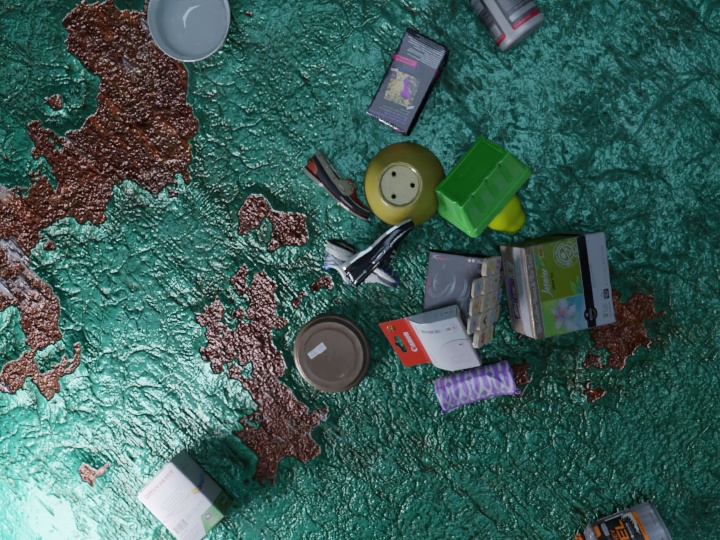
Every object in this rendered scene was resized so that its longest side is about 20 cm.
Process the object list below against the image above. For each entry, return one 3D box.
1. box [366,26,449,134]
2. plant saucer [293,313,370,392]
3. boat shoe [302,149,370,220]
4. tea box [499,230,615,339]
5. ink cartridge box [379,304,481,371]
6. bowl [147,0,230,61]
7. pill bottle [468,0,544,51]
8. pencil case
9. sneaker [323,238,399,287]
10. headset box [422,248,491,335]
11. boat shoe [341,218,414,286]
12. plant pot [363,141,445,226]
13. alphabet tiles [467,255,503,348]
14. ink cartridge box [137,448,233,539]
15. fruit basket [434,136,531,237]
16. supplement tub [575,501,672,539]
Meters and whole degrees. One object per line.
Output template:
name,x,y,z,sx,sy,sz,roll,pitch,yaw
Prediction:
box,0.107,-0.415,1.422,0.105,0.122,0.202,28,101,3
plant saucer,-0.073,0.209,1.581,0.197,0.029,0.203,1,98,9
boat shoe,-0.047,-0.198,1.504,0.200,0.071,0.063,42,99,5
tea box,0.431,0.027,1.404,0.194,0.134,0.203,-12,96,-9
ink cartridge box,0.161,0.170,1.474,0.198,0.057,0.163,-18,125,20
bowl,-0.384,-0.584,1.487,0.198,0.090,0.204,1,99,8
pill bottle,0.298,-0.589,1.376,0.110,0.111,0.201,-34,92,11
pencil case,0.271,0.276,1.510,0.198,0.084,0.086,-19,60,12
sneaker,0.000,0.000,1.528,0.198,0.077,0.086,27,111,11
headset box,0.222,0.059,1.493,0.147,0.077,0.203,8,97,7
boat shoe,0.049,-0.040,1.438,0.199,0.075,0.061,-38,80,18
plant pot,0.095,-0.192,1.444,0.197,0.142,0.203,1,98,9
alphabet tiles,0.285,0.069,1.429,0.014,0.195,0.203,10,100,29
ink cartridge box,-0.455,0.594,1.660,0.200,0.088,0.145,45,101,-1
fruit basket,0.289,-0.167,1.435,0.155,0.215,0.217,41,104,39
supplement tub,0.615,0.633,1.489,0.198,0.123,0.124,-27,93,11
